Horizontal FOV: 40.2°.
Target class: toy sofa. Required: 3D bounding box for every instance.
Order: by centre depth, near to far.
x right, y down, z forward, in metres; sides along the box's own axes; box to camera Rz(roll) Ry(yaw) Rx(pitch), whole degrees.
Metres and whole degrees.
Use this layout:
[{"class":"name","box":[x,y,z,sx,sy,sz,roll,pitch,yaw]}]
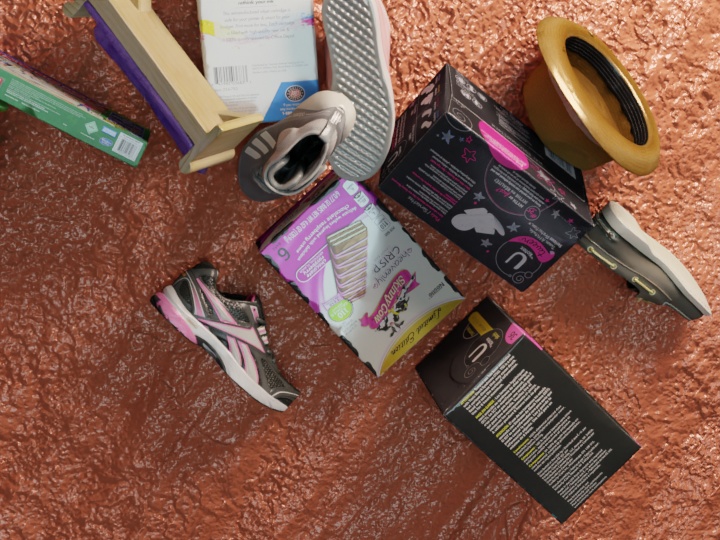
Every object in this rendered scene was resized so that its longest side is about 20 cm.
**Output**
[{"class":"toy sofa","box":[-0.198,-0.186,0.955,0.098,0.083,0.200,-37,88,28]}]

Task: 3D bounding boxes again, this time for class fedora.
[{"class":"fedora","box":[0.237,-0.175,1.059,0.201,0.201,0.082,41,130,-17]}]

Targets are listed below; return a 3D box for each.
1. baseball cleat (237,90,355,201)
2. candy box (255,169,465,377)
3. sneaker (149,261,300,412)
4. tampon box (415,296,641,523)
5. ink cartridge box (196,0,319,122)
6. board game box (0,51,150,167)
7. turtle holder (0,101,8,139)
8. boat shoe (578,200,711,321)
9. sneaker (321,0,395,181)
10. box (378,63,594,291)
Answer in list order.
[{"class":"baseball cleat","box":[-0.083,-0.106,0.977,0.070,0.200,0.107,38,52,-11]},{"class":"candy box","box":[0.000,0.000,1.092,0.136,0.061,0.200,-43,108,1]},{"class":"sneaker","box":[-0.130,0.071,1.080,0.086,0.080,0.200,-47,113,-8]},{"class":"tampon box","box":[0.185,0.154,1.116,0.126,0.150,0.200,-45,107,4]},{"class":"ink cartridge box","box":[-0.107,-0.254,1.005,0.116,0.067,0.201,-5,105,-9]},{"class":"board game box","box":[-0.302,-0.166,0.957,0.200,0.135,0.029,27,98,-16]},{"class":"turtle holder","box":[-0.447,-0.133,0.939,0.185,0.141,0.132,24,119,-25]},{"class":"boat shoe","box":[0.332,-0.001,1.149,0.202,0.072,0.060,38,116,-24]},{"class":"sneaker","box":[0.000,-0.200,1.020,0.075,0.105,0.201,-1,110,7]},{"class":"box","box":[0.130,-0.098,1.043,0.200,0.132,0.115,35,120,-17]}]
